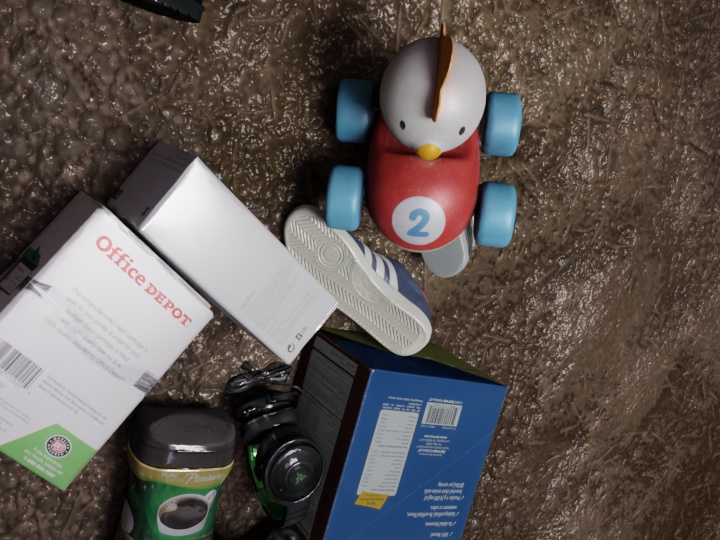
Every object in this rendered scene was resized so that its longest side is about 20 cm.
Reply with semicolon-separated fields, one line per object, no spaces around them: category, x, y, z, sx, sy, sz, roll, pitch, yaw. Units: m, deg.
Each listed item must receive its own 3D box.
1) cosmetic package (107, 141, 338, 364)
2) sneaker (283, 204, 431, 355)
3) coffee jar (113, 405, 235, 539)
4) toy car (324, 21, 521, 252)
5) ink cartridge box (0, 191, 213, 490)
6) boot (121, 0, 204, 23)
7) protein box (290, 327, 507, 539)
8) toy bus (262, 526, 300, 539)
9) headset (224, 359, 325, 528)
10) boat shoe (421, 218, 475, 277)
cosmetic package;-0.125;-0.016;0.701;0.082;0.112;0.201;-48;126;-11
sneaker;0.000;0.000;0.819;0.074;0.085;0.200;-35;107;28
coffee jar;-0.187;0.233;0.753;0.102;0.085;0.206;7;102;-32
toy car;0.060;-0.125;0.680;0.179;0.200;0.182;6;76;2
ink cartridge box;-0.247;0.057;0.659;0.201;0.084;0.147;-49;125;-11
boot;-0.192;-0.305;0.594;0.195;0.073;0.167;15;93;-35
protein box;0.027;0.190;0.848;0.195;0.134;0.205;12;99;-35
toy bus;-0.063;0.377;0.780;0.138;0.189;0.199;-63;158;1
headset;-0.094;0.168;0.752;0.092;0.124;0.204;-11;132;-27
boat shoe;0.084;-0.098;0.845;0.063;0.069;0.206;-35;117;-57
